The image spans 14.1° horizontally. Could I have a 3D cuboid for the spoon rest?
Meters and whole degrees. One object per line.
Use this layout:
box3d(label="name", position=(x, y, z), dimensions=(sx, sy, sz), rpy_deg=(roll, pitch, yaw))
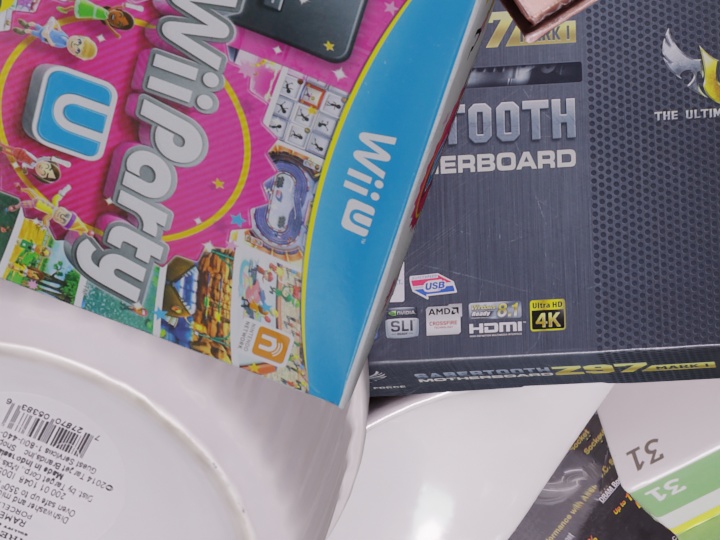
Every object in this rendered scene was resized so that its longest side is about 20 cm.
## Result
box3d(label="spoon rest", position=(0.040, 0.043, 0.970), dimensions=(0.099, 0.061, 0.200), rpy_deg=(29, 100, -42))

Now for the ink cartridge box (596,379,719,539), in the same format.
box3d(label="ink cartridge box", position=(0.157, 0.050, 0.959), dimensions=(0.145, 0.200, 0.048), rpy_deg=(-28, 140, 17))

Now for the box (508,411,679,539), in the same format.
box3d(label="box", position=(0.073, 0.166, 1.024), dimensions=(0.200, 0.158, 0.050), rpy_deg=(-51, 154, 1))

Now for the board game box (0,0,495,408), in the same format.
box3d(label="board game box", position=(-0.071, -0.069, 0.755), dimensions=(0.200, 0.064, 0.148), rpy_deg=(20, 127, 3))

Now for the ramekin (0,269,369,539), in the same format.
box3d(label="ramekin", position=(-0.101, 0.058, 0.861), dimensions=(0.200, 0.105, 0.200), rpy_deg=(3, 122, 5))

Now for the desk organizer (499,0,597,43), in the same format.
box3d(label="desk organizer", position=(0.040, -0.144, 0.836), dimensions=(0.072, 0.200, 0.077), rpy_deg=(-32, 113, 4))

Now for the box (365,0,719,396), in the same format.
box3d(label="box", position=(0.060, -0.044, 0.924), dimensions=(0.200, 0.158, 0.051), rpy_deg=(-3, 165, 10))
